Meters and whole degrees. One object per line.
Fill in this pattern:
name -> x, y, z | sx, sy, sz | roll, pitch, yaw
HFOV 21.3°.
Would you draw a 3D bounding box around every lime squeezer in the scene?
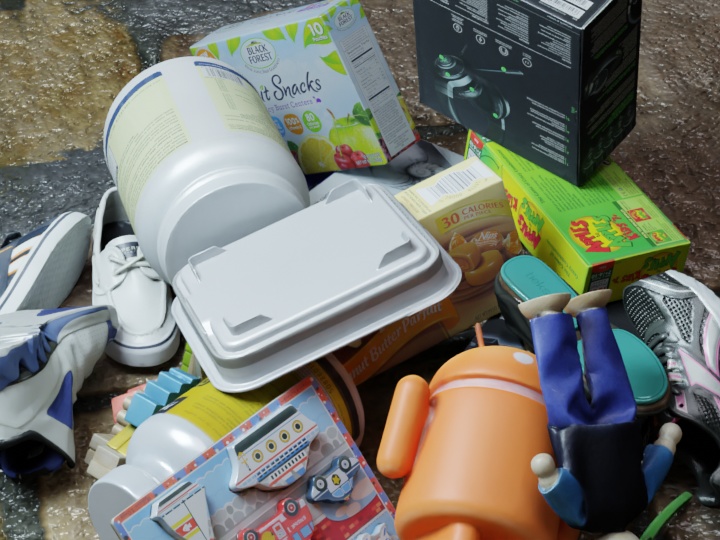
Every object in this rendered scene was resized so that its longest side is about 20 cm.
lime squeezer -> 0.209, 0.215, 1.338 | 0.070, 0.038, 0.200 | 2, 35, 2

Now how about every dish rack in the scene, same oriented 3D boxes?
dish rack -> -0.041, 0.001, 1.412 | 0.199, 0.044, 0.172 | -26, 33, -8

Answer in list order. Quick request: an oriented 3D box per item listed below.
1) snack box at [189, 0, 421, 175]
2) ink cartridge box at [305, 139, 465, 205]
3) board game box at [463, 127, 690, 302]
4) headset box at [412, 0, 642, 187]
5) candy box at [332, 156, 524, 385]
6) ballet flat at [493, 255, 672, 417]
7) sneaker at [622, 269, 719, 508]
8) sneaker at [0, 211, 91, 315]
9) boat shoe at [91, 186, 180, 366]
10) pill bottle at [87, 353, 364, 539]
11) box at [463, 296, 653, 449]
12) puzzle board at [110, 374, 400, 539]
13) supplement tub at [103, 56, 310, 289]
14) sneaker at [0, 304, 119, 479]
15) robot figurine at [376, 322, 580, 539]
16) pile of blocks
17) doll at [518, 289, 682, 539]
snack box -> -0.051, -0.158, 1.693 | 0.053, 0.143, 0.199 | -36, 19, -34
ink cartridge box -> 0.008, -0.055, 1.669 | 0.199, 0.041, 0.199 | 22, 41, 29
board game box -> 0.179, -0.055, 1.611 | 0.101, 0.048, 0.200 | -13, 43, -24
headset box -> 0.137, -0.187, 1.579 | 0.174, 0.201, 0.093 | 30, 60, 27
candy box -> 0.031, 0.006, 1.515 | 0.199, 0.116, 0.055 | -26, 32, -9
ballet flat -> 0.169, 0.064, 1.443 | 0.068, 0.069, 0.200 | -18, 41, -20
sneaker -> 0.247, 0.089, 1.426 | 0.086, 0.081, 0.201 | -15, 59, -28
sneaker -> -0.295, 0.011, 1.581 | 0.079, 0.079, 0.200 | 17, 40, 13
boat shoe -> -0.192, 0.001, 1.605 | 0.071, 0.066, 0.200 | -4, 36, -7
pill bottle -> -0.097, 0.135, 1.381 | 0.112, 0.113, 0.200 | 26, 43, 31
box -> 0.162, 0.089, 1.505 | 0.159, 0.044, 0.200 | 18, 40, 22
puzzle board -> -0.059, 0.182, 1.310 | 0.200, 0.151, 0.017 | -35, 6, -39
supplement tub -> -0.124, -0.071, 1.567 | 0.144, 0.146, 0.200 | -10, 36, -14
sneaker -> -0.249, 0.094, 1.460 | 0.080, 0.116, 0.199 | -4, 10, 15
robot figurine -> 0.090, 0.138, 1.348 | 0.143, 0.117, 0.201 | 8, 57, 13
pile of blocks -> -0.148, 0.089, 1.471 | 0.062, 0.082, 0.200 | 24, 43, 29
doll -> 0.166, 0.116, 1.311 | 0.136, 0.201, 0.048 | -3, -12, -35
